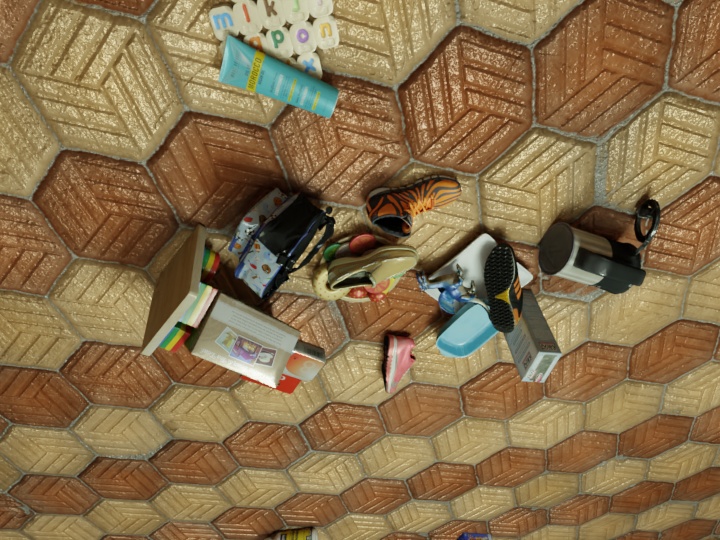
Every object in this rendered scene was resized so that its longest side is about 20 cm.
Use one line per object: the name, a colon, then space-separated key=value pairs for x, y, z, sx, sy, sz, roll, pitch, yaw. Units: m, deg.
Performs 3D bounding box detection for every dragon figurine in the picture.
dragon figurine: x=0.207 y=0.054 z=1.173 sx=0.099 sy=0.059 sz=0.200 roll=-35 pitch=117 yaw=26

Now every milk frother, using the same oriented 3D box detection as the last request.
milk frother: x=0.519 y=-0.068 z=1.121 sx=0.184 sy=0.180 sz=0.205 roll=13 pitch=85 yaw=-17

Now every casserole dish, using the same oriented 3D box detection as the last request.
casserole dish: x=0.266 y=0.137 z=1.269 sx=0.120 sy=0.039 sz=0.200 roll=25 pitch=125 yaw=-26

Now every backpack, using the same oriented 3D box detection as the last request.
backpack: x=-0.170 y=-0.047 z=1.018 sx=0.153 sy=0.200 sz=0.192 roll=37 pitch=131 yaw=4

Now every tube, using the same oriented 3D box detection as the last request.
tube: x=-0.134 y=-0.316 z=0.874 sx=0.196 sy=0.051 sz=0.078 roll=18 pitch=121 yaw=-15

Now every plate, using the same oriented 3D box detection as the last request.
plate: x=0.268 y=0.018 z=1.214 sx=0.199 sy=0.033 sz=0.199 roll=34 pitch=118 yaw=-29

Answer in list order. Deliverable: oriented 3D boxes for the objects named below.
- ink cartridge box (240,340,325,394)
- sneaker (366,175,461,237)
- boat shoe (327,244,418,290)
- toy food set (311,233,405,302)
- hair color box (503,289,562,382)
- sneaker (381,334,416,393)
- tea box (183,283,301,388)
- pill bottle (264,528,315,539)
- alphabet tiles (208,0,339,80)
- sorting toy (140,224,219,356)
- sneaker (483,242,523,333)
ink cartridge box: x=-0.205 y=0.257 z=1.351 sx=0.160 sy=0.051 sz=0.201 roll=23 pitch=121 yaw=-23
sneaker: x=0.110 y=-0.119 z=1.030 sx=0.195 sy=0.113 sz=0.079 roll=-13 pitch=131 yaw=5
boat shoe: x=0.028 y=0.005 z=1.085 sx=0.196 sy=0.077 sz=0.073 roll=-15 pitch=130 yaw=6
toy food set: x=0.000 y=0.000 z=1.159 sx=0.196 sy=0.049 sz=0.200 roll=18 pitch=125 yaw=-19
hair color box: x=0.391 y=0.149 z=1.224 sx=0.059 sy=0.202 sz=0.100 roll=6 pitch=130 yaw=-11
sneaker: x=0.103 y=0.251 z=1.362 sx=0.085 sy=0.075 sz=0.203 roll=-2 pitch=130 yaw=-6
tea box: x=-0.265 y=0.136 z=1.126 sx=0.198 sy=0.196 sz=0.136 roll=30 pitch=82 yaw=-28
pill bottle: x=-0.259 y=1.036 z=1.950 sx=0.195 sy=0.113 sz=0.114 roll=-6 pitch=131 yaw=-1
alphabet tiles: x=-0.136 y=-0.392 z=0.841 sx=0.195 sy=0.015 sz=0.198 roll=-11 pitch=132 yaw=4
sorting toy: x=-0.356 y=0.047 z=1.062 sx=0.069 sy=0.202 sz=0.199 roll=28 pitch=123 yaw=-31
sneaker: x=0.326 y=0.031 z=1.167 sx=0.069 sy=0.090 sz=0.205 roll=4 pitch=109 yaw=34
